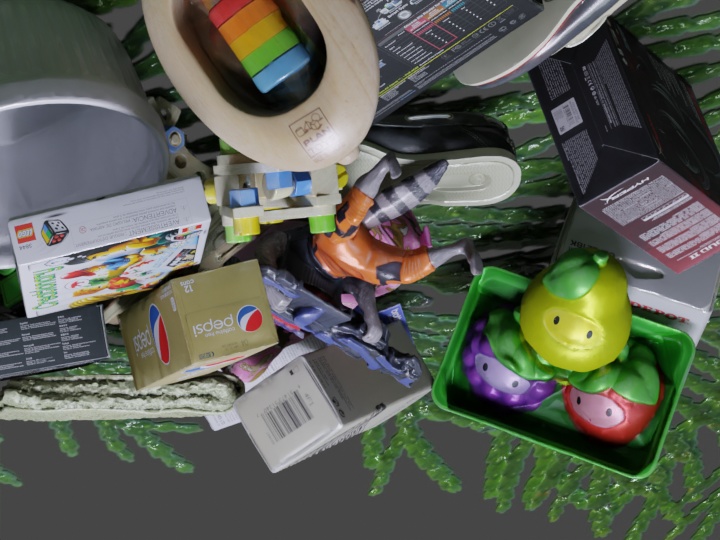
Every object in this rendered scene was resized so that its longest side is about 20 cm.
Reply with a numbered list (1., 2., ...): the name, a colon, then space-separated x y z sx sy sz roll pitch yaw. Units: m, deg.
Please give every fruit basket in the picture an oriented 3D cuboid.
1. fruit basket: 0.174 0.072 1.796 0.215 0.156 0.216 20 166 5

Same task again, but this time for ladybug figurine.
1. ladybug figurine: -0.060 -0.155 1.389 0.136 0.200 0.072 -30 -175 17

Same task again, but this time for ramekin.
1. ramekin: -0.237 -0.097 1.446 0.200 0.105 0.200 -15 152 -8

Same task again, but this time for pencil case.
1. pencil case: -0.037 0.012 1.733 0.200 0.083 0.087 -32 -175 22

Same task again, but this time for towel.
1. towel: -0.203 0.104 1.736 0.199 0.037 0.148 -2 175 -15

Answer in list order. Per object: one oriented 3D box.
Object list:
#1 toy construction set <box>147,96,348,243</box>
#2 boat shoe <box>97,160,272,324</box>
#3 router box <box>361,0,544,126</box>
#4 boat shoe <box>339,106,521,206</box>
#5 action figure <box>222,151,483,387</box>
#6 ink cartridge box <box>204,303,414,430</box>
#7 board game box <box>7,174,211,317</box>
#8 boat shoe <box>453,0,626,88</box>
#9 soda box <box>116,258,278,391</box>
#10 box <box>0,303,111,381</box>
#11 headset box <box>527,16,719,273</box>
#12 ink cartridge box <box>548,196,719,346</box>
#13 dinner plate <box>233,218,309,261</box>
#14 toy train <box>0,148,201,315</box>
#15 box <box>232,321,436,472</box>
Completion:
1. toy construction set: -0.088 -0.066 1.509 0.131 0.200 0.092 -10 111 -37
2. boat shoe: -0.137 -0.010 1.672 0.065 0.072 0.200 31 130 -23
3. router box: 0.005 -0.178 1.488 0.200 0.062 0.150 -32 149 25
4. boat shoe: 0.022 -0.092 1.646 0.199 0.068 0.072 2 140 -9
5. action figure: 0.000 0.000 1.637 0.193 0.105 0.200 -24 135 31
6. ink cartridge box: -0.054 0.072 1.871 0.199 0.042 0.119 -17 151 3
7. board game box: -0.169 -0.014 1.434 0.126 0.035 0.200 -14 171 -9
8. boat shoe: 0.149 -0.196 1.539 0.200 0.071 0.062 -41 147 29
9. soda box: -0.123 0.043 1.573 0.068 0.064 0.200 -14 175 -19
10. box: -0.309 0.069 1.691 0.199 0.044 0.160 -9 177 -15
11. headset box: 0.221 -0.096 1.667 0.077 0.149 0.200 -30 148 23
12. ink cartridge box: 0.231 0.034 1.907 0.144 0.084 0.200 18 149 4
13. dinner plate: -0.086 0.002 1.793 0.200 0.024 0.200 -14 152 -8
14. toy train: -0.201 -0.028 1.639 0.200 0.057 0.042 -31 149 23
15. box: -0.018 0.101 1.753 0.082 0.068 0.200 -35 172 25
